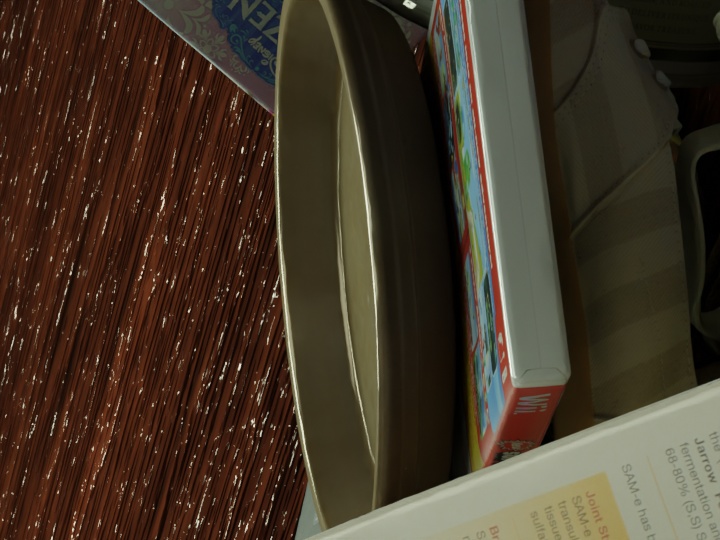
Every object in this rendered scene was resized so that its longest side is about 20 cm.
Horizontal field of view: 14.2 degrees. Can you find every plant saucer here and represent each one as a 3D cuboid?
[{"bbox_3d":[0.000,0.000,0.939,0.200,0.029,0.200,175,90,-80],"label":"plant saucer"}]

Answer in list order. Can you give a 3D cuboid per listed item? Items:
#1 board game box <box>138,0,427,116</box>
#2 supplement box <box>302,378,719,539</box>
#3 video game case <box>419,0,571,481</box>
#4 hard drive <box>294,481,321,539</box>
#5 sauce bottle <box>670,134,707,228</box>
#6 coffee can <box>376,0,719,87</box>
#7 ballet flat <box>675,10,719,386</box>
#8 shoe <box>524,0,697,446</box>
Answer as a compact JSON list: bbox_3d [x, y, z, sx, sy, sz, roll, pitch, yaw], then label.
[{"bbox_3d":[-0.023,-0.179,1.066,0.200,0.200,0.041,-49,25,5],"label":"board game box"},{"bbox_3d":[0.081,0.095,0.701,0.200,0.074,0.126,-22,85,29],"label":"supplement box"},{"bbox_3d":[0.035,-0.008,0.868,0.200,0.017,0.143,98,166,-72],"label":"video game case"},{"bbox_3d":[0.024,0.027,1.162,0.140,0.033,0.200,137,149,-62],"label":"hard drive"},{"bbox_3d":[0.073,-0.068,1.073,0.200,0.066,0.066,-107,30,-55],"label":"sauce bottle"},{"bbox_3d":[0.086,-0.178,0.935,0.146,0.146,0.200,-120,41,-61],"label":"coffee can"},{"bbox_3d":[0.132,-0.043,0.864,0.068,0.072,0.200,-119,40,-57],"label":"ballet flat"},{"bbox_3d":[0.073,-0.017,0.860,0.070,0.053,0.200,81,-175,-83],"label":"shoe"}]
